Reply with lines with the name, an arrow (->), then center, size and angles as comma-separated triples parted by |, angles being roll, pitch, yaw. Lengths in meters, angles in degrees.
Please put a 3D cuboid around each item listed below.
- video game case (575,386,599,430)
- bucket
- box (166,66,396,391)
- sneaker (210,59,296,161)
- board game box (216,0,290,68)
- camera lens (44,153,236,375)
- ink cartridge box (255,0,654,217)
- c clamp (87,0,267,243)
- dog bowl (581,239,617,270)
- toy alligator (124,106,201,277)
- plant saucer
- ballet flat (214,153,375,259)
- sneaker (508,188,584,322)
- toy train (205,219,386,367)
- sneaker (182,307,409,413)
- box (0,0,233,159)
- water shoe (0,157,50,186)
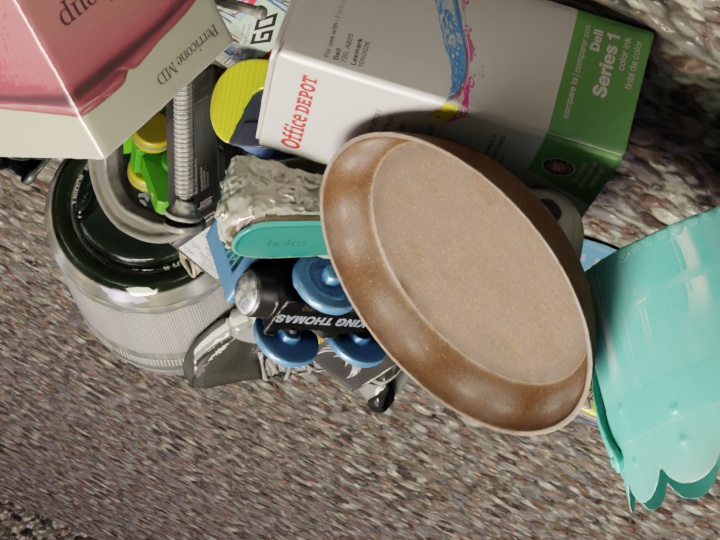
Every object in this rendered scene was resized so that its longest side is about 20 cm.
video game case -> 0.160, 0.098, 1.626 | 0.180, 0.026, 0.200 | 24, 176, 8
bucket -> 0.224, 0.041, 1.166 | 0.206, 0.135, 0.207 | -18, 168, -4
box -> -0.056, -0.029, 1.468 | 0.048, 0.159, 0.200 | -33, 129, 21
sneaker -> 0.006, -0.091, 1.343 | 0.199, 0.074, 0.082 | 15, 174, 13
board game box -> -0.090, -0.189, 1.282 | 0.134, 0.029, 0.200 | 31, 161, -13
camera lens -> -0.154, -0.018, 1.612 | 0.160, 0.160, 0.200 | 23, 161, 12
ink cartridge box -> 0.049, -0.103, 1.185 | 0.199, 0.084, 0.145 | 17, 161, -2
c clamp -> -0.129, -0.101, 1.325 | 0.171, 0.027, 0.201 | 30, 127, 38
dog bowl -> 0.201, 0.048, 1.476 | 0.200, 0.050, 0.111 | 34, 160, -16
toy alligator -> -0.138, -0.083, 1.490 | 0.200, 0.054, 0.059 | 61, 156, 25
plant saucer -> 0.060, 0.002, 1.165 | 0.200, 0.034, 0.201 | 32, 143, 28
ballet flat -> 0.004, -0.038, 1.263 | 0.199, 0.072, 0.072 | 8, 171, -28
sneaker -> 0.100, 0.007, 1.236 | 0.075, 0.081, 0.200 | 54, 154, 20
toy train -> 0.000, 0.000, 1.345 | 0.199, 0.115, 0.087 | 4, 142, -33
sneaker -> -0.030, 0.068, 1.579 | 0.116, 0.200, 0.075 | 62, 178, 20
box -> -0.184, -0.180, 1.191 | 0.109, 0.128, 0.200 | 5, 132, 45
water shoe -> -0.248, -0.122, 1.593 | 0.071, 0.079, 0.200 | 26, 161, 1
